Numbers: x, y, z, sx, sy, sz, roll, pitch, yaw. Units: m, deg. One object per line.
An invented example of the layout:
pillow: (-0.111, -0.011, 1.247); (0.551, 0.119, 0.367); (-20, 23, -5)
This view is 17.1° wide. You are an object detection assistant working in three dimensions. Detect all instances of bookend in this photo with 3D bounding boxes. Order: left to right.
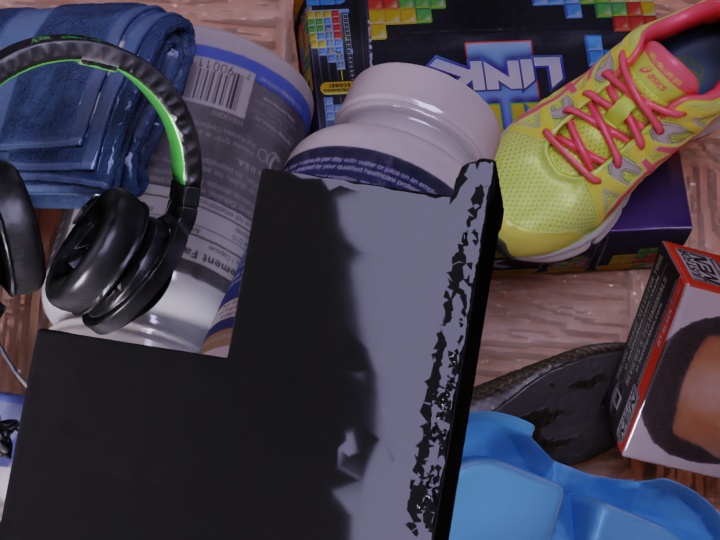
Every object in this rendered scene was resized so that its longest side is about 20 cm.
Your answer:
bookend: (-0.052, 0.044, 1.033); (0.200, 0.092, 0.199); (8, 81, 6)

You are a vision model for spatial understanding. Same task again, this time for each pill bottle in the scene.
pill bottle: (-0.098, -0.015, 1.230); (0.114, 0.114, 0.200); (14, 66, -2)
pill bottle: (0.000, 0.000, 1.171); (0.111, 0.111, 0.200); (22, 60, 2)

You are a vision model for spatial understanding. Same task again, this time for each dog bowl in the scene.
dog bowl: (0.093, 0.143, 1.195); (0.200, 0.050, 0.112); (23, 77, -16)

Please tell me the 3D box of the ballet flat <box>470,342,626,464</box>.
ballet flat: (0.067, 0.081, 1.248); (0.200, 0.068, 0.046); (-22, 30, -15)

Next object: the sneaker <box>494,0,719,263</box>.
sneaker: (0.136, -0.083, 1.246); (0.200, 0.090, 0.078); (-41, 80, -19)

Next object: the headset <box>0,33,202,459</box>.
headset: (-0.148, -0.011, 1.122); (0.123, 0.094, 0.200); (12, 95, -21)

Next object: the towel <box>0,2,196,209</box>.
towel: (-0.181, -0.087, 1.223); (0.200, 0.049, 0.112); (1, 62, 36)

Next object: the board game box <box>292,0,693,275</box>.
board game box: (0.069, -0.082, 1.315); (0.199, 0.057, 0.166); (-3, 66, -9)

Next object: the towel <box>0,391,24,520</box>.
towel: (-0.214, 0.142, 1.154); (0.147, 0.024, 0.200); (6, 55, 43)

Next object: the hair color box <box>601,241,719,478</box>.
hair color box: (0.235, 0.062, 1.220); (0.200, 0.102, 0.061); (13, 21, -11)

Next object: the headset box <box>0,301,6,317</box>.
headset box: (-0.296, -0.010, 1.165); (0.200, 0.149, 0.077); (41, 109, 21)
